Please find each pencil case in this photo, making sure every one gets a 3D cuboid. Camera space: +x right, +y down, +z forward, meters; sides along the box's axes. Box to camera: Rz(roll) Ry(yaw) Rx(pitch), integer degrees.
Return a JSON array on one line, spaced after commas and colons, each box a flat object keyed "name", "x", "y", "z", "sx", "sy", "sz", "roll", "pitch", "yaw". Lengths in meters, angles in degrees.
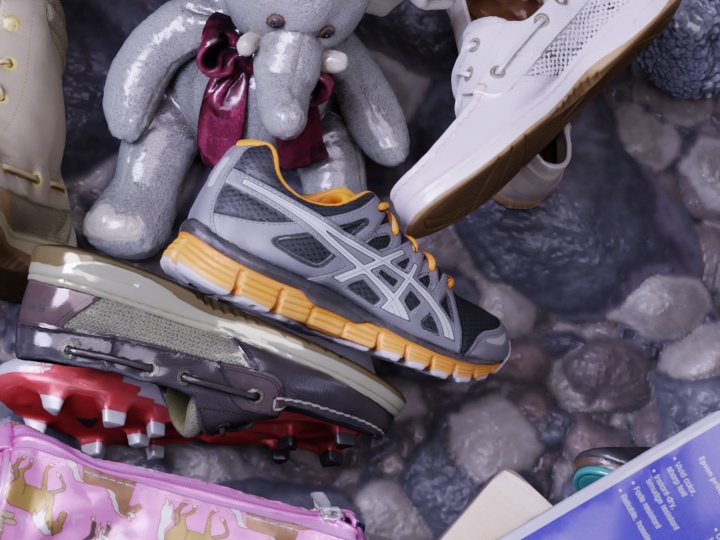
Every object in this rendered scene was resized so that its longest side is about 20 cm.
[{"name": "pencil case", "x": -0.095, "y": 0.136, "z": 1.379, "sx": 0.199, "sy": 0.083, "sz": 0.087, "roll": 14, "pitch": 76, "yaw": -8}]

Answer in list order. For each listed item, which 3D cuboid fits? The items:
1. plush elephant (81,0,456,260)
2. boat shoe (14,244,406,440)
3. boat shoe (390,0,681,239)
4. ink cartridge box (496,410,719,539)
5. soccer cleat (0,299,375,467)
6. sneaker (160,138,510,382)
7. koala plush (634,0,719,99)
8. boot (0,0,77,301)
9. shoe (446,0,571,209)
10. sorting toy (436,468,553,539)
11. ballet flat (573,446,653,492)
[{"name": "plush elephant", "x": -0.042, "y": -0.108, "z": 1.413, "sx": 0.164, "sy": 0.155, "sz": 0.201, "roll": 8, "pitch": 75, "yaw": -11}, {"name": "boat shoe", "x": -0.075, "y": 0.048, "z": 1.350, "sx": 0.200, "sy": 0.072, "sz": 0.066, "roll": 23, "pitch": 85, "yaw": -23}, {"name": "boat shoe", "x": 0.077, "y": -0.097, "z": 1.433, "sx": 0.069, "sy": 0.071, "sz": 0.200, "roll": 44, "pitch": 68, "yaw": 7}, {"name": "ink cartridge box", "x": 0.178, "y": 0.182, "z": 1.378, "sx": 0.199, "sy": 0.047, "sz": 0.198, "roll": -28, "pitch": 83, "yaw": -19}, {"name": "soccer cleat", "x": -0.086, "y": 0.049, "z": 1.415, "sx": 0.199, "sy": 0.069, "sz": 0.086, "roll": 5, "pitch": 66, "yaw": -15}, {"name": "sneaker", "x": 0.000, "y": 0.000, "z": 1.373, "sx": 0.199, "sy": 0.078, "sz": 0.078, "roll": 23, "pitch": 84, "yaw": -36}, {"name": "koala plush", "x": 0.271, "y": -0.165, "z": 1.476, "sx": 0.177, "sy": 0.200, "sz": 0.184, "roll": 30, "pitch": 71, "yaw": -4}, {"name": "boot", "x": -0.192, "y": -0.079, "z": 1.360, "sx": 0.072, "sy": 0.200, "sz": 0.156, "roll": -7, "pitch": 74, "yaw": 19}, {"name": "shoe", "x": 0.081, "y": -0.135, "z": 1.502, "sx": 0.070, "sy": 0.053, "sz": 0.201, "roll": -7, "pitch": 78, "yaw": -14}, {"name": "sorting toy", "x": 0.089, "y": 0.232, "z": 1.404, "sx": 0.200, "sy": 0.070, "sz": 0.199, "roll": 43, "pitch": 71, "yaw": 0}, {"name": "ballet flat", "x": 0.200, "y": 0.135, "z": 1.460, "sx": 0.200, "sy": 0.068, "sz": 0.069, "roll": 36, "pitch": 61, "yaw": -9}]
